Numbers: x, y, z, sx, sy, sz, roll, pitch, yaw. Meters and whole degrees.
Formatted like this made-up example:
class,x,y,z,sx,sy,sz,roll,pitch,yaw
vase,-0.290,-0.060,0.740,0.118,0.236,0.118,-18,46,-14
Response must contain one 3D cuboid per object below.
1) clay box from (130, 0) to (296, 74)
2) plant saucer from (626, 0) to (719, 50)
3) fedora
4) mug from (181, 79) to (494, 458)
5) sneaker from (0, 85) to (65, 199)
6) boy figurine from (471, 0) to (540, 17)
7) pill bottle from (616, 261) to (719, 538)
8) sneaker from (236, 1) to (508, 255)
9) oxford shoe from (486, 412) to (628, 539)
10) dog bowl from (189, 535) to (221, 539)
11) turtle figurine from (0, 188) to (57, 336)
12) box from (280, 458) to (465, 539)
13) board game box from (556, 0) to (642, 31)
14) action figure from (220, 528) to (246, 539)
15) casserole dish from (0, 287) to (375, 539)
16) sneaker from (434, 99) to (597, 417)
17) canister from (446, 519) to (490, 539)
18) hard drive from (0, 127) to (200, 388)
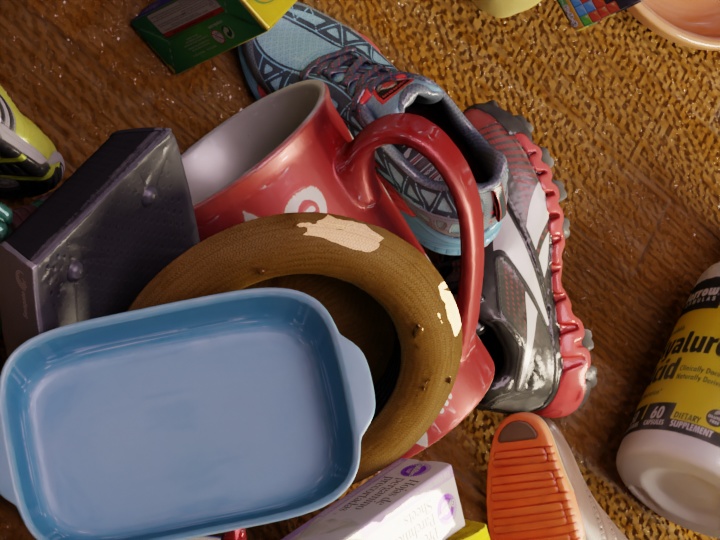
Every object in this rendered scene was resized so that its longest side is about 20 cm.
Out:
class,x,y,z,sx,sy,sz,roll,pitch,yaw
clay box,-0.038,-0.206,1.723,0.048,0.115,0.200,48,60,-15
plant saucer,0.219,-0.242,1.939,0.200,0.037,0.200,6,79,-32
fedora,-0.043,0.033,1.584,0.200,0.201,0.082,30,29,-25
mug,-0.009,0.007,1.674,0.133,0.177,0.200,-44,110,-28
sneaker,-0.238,-0.110,1.604,0.200,0.075,0.076,36,54,-29
boy figurine,0.072,-0.256,1.819,0.124,0.064,0.200,-21,99,-62
pill bottle,0.249,0.062,1.860,0.111,0.111,0.200,38,63,-21
sneaker,0.015,-0.101,1.726,0.200,0.096,0.079,39,67,5
oxford shoe,0.134,0.176,1.800,0.073,0.071,0.200,-26,104,-43
dog bowl,-0.107,0.247,1.620,0.200,0.079,0.200,6,79,-32
turtle figurine,-0.219,0.014,1.570,0.200,0.101,0.150,-18,136,-45
box,-0.020,0.159,1.559,0.200,0.039,0.042,-30,114,-45
board game box,0.148,-0.261,1.800,0.165,0.057,0.200,60,35,-12
action figure,-0.125,0.148,1.539,0.200,0.065,0.099,-2,92,-32
casserole dish,-0.092,0.079,1.495,0.200,0.039,0.121,-11,78,-4
sneaker,0.080,-0.003,1.787,0.098,0.071,0.201,-10,88,-36
canister,0.049,0.250,1.679,0.086,0.149,0.200,-18,94,-16
hard drive,-0.138,0.027,1.581,0.135,0.042,0.200,-48,148,-34
